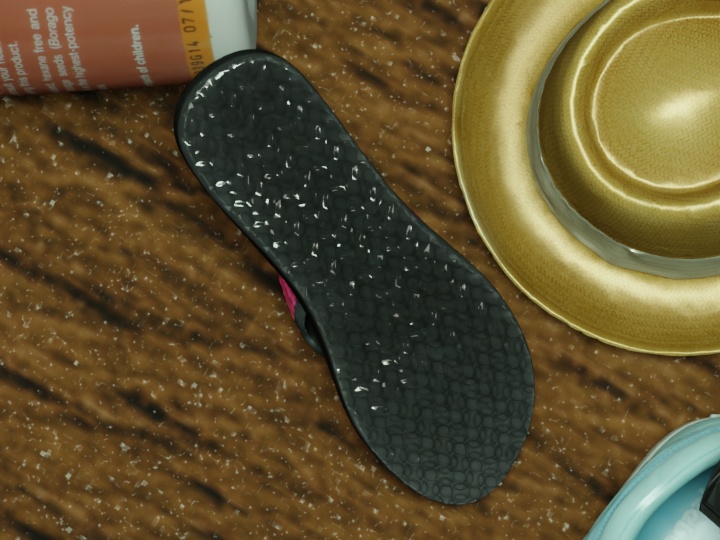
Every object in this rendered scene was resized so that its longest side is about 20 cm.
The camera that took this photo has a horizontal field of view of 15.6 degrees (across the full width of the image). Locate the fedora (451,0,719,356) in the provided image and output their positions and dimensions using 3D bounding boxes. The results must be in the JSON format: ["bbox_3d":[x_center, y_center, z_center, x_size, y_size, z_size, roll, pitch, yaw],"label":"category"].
[{"bbox_3d":[0.133,-0.065,1.003,0.200,0.082,0.202,0,83,2],"label":"fedora"}]

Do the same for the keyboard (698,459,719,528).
[{"bbox_3d":[0.229,0.095,0.959,0.200,0.021,0.127,39,110,-21],"label":"keyboard"}]

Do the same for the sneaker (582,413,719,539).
[{"bbox_3d":[0.092,0.138,0.981,0.074,0.082,0.201,28,85,6],"label":"sneaker"}]

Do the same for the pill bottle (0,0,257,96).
[{"bbox_3d":[-0.142,-0.122,1.007,0.199,0.112,0.113,-4,83,1],"label":"pill bottle"}]

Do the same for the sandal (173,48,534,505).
[{"bbox_3d":[0.000,0.000,1.009,0.075,0.045,0.200,-36,104,-5],"label":"sandal"}]
